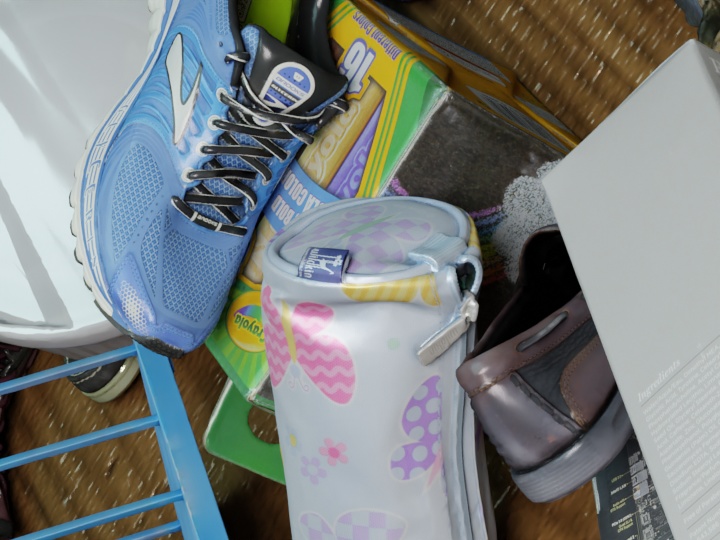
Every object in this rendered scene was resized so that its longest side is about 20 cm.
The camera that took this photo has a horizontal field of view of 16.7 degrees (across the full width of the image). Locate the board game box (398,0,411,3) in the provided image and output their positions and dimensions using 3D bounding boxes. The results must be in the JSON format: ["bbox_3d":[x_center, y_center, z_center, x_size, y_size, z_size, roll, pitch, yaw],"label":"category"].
[{"bbox_3d":[0.073,-0.232,1.189,0.120,0.032,0.202,1,72,48],"label":"board game box"}]

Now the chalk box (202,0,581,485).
[{"bbox_3d":[0.000,0.000,1.073,0.201,0.124,0.124,-56,38,13],"label":"chalk box"}]

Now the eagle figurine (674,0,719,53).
[{"bbox_3d":[0.120,-0.152,0.945,0.151,0.151,0.201,-19,52,1],"label":"eagle figurine"}]

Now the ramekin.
[{"bbox_3d":[-0.132,-0.047,1.233,0.201,0.094,0.204,-5,70,14],"label":"ramekin"}]

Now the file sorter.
[{"bbox_3d":[-0.113,0.152,1.086,0.122,0.139,0.201,-15,44,-7],"label":"file sorter"}]

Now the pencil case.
[{"bbox_3d":[0.014,0.070,0.977,0.090,0.083,0.202,7,117,23],"label":"pencil case"}]

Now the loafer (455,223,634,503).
[{"bbox_3d":[0.085,0.007,0.942,0.072,0.063,0.200,-36,15,32],"label":"loafer"}]

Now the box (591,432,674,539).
[{"bbox_3d":[0.171,0.070,0.885,0.200,0.043,0.161,-35,46,36],"label":"box"}]

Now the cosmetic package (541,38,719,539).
[{"bbox_3d":[0.144,0.031,0.815,0.090,0.106,0.201,-42,45,30],"label":"cosmetic package"}]

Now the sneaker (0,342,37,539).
[{"bbox_3d":[-0.205,0.088,1.342,0.116,0.075,0.201,50,122,46],"label":"sneaker"}]

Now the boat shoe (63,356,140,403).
[{"bbox_3d":[-0.143,-0.030,1.320,0.072,0.066,0.202,-19,57,45],"label":"boat shoe"}]

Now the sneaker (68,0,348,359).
[{"bbox_3d":[-0.058,-0.063,1.012,0.089,0.078,0.202,-6,67,52],"label":"sneaker"}]
